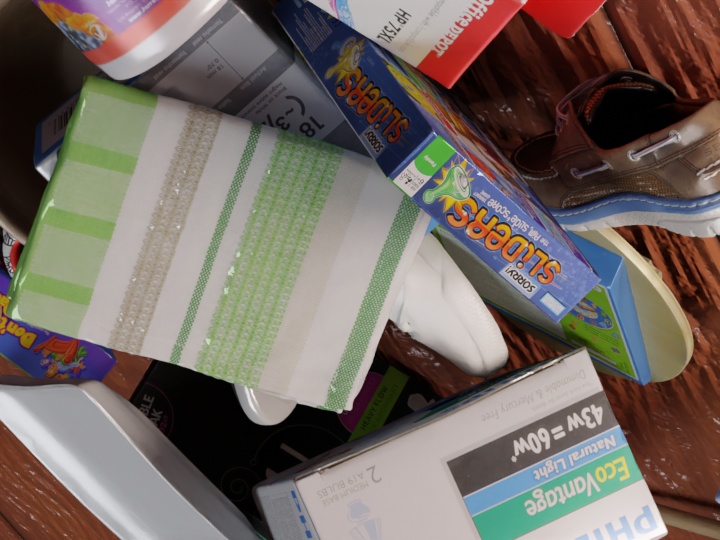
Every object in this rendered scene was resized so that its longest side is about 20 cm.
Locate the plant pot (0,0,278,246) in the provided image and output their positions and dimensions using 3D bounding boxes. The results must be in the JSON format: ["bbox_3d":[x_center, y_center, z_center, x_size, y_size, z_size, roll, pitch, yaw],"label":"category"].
[{"bbox_3d":[-0.130,-0.104,1.599,0.201,0.201,0.093,40,-165,-21],"label":"plant pot"}]

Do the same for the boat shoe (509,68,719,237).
[{"bbox_3d":[0.139,-0.066,1.463,0.200,0.072,0.072,4,125,56],"label":"boat shoe"}]

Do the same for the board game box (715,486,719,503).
[{"bbox_3d":[0.328,0.144,1.678,0.151,0.037,0.200,36,151,-15],"label":"board game box"}]

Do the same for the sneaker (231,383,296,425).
[{"bbox_3d":[-0.091,0.001,1.699,0.099,0.200,0.071,-17,169,38],"label":"sneaker"}]

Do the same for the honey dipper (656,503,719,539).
[{"bbox_3d":[0.243,0.174,1.850,0.200,0.038,0.038,12,151,38],"label":"honey dipper"}]

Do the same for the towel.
[{"bbox_3d":[-0.074,-0.015,1.515,0.200,0.149,0.031,17,-160,-13],"label":"towel"}]

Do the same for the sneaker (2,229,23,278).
[{"bbox_3d":[-0.190,-0.003,1.883,0.067,0.108,0.201,-14,142,8],"label":"sneaker"}]

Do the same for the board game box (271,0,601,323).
[{"bbox_3d":[0.037,-0.067,1.461,0.135,0.034,0.200,39,-170,-32],"label":"board game box"}]

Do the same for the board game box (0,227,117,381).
[{"bbox_3d":[-0.244,0.009,1.943,0.134,0.045,0.200,39,-175,-20],"label":"board game box"}]

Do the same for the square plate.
[{"bbox_3d":[-0.148,0.133,1.836,0.200,0.028,0.198,47,158,-19],"label":"square plate"}]

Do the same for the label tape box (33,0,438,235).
[{"bbox_3d":[-0.058,-0.046,1.549,0.200,0.144,0.063,45,-167,-22],"label":"label tape box"}]

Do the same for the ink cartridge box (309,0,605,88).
[{"bbox_3d":[0.026,-0.164,1.387,0.200,0.067,0.116,31,156,-5],"label":"ink cartridge box"}]

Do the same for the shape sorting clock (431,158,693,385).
[{"bbox_3d":[0.108,-0.005,1.642,0.200,0.039,0.200,33,164,11],"label":"shape sorting clock"}]

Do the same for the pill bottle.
[{"bbox_3d":[-0.154,-0.203,1.447,0.200,0.111,0.111,46,152,-17],"label":"pill bottle"}]

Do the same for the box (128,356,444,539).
[{"bbox_3d":[-0.060,0.118,1.940,0.200,0.149,0.124,31,157,-2],"label":"box"}]

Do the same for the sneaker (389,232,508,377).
[{"bbox_3d":[0.000,0.000,1.668,0.200,0.088,0.075,48,172,-10],"label":"sneaker"}]

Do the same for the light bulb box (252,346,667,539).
[{"bbox_3d":[0.054,0.146,1.724,0.125,0.198,0.200,66,168,2],"label":"light bulb box"}]
